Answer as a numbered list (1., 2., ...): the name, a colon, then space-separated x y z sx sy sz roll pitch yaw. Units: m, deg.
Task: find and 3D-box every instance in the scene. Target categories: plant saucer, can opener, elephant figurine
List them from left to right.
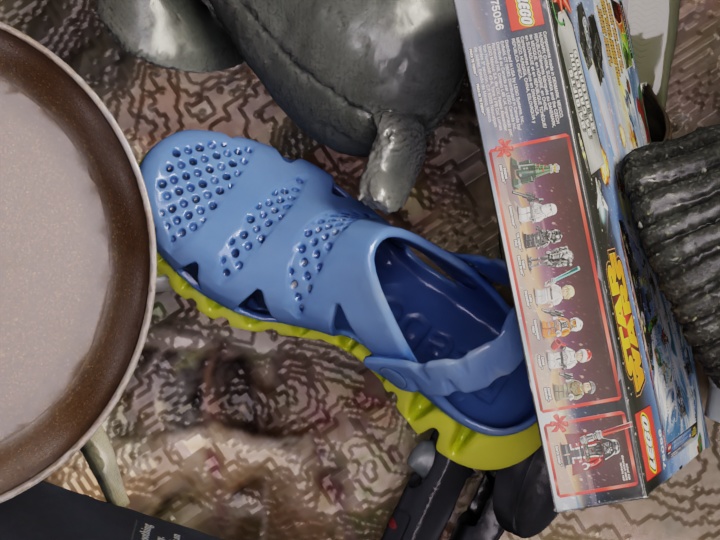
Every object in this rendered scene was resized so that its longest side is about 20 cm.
1. plant saucer: -0.177 -0.003 1.010 0.200 0.032 0.201 0 91 1
2. elephant figurine: -0.044 -0.138 1.072 0.200 0.155 0.142 31 92 -11
3. can opener: 0.037 0.116 1.130 0.063 0.079 0.200 29 101 -6

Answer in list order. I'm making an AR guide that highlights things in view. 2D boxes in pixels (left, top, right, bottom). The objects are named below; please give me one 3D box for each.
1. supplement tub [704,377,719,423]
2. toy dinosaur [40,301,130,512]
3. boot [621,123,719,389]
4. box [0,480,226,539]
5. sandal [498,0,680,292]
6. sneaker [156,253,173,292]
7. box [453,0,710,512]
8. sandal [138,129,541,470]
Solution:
1. supplement tub: 0.225 -0.023 1.092 0.144 0.145 0.201 12 92 -5
2. toy dinosaur: -0.160 0.024 1.062 0.200 0.048 0.088 30 126 -16
3. boot: 0.170 -0.072 0.998 0.158 0.079 0.212 -20 77 25
4. box: -0.132 0.202 1.072 0.200 0.117 0.197 18 107 -4
5. sandal: 0.102 -0.057 1.125 0.080 0.057 0.202 0 93 -4
6. sneaker: -0.146 -0.043 1.100 0.199 0.076 0.105 1 92 -3
7. box: 0.090 -0.015 1.030 0.040 0.137 0.201 -11 91 18
8. sandal: 0.000 0.000 1.048 0.200 0.087 0.080 28 67 1
